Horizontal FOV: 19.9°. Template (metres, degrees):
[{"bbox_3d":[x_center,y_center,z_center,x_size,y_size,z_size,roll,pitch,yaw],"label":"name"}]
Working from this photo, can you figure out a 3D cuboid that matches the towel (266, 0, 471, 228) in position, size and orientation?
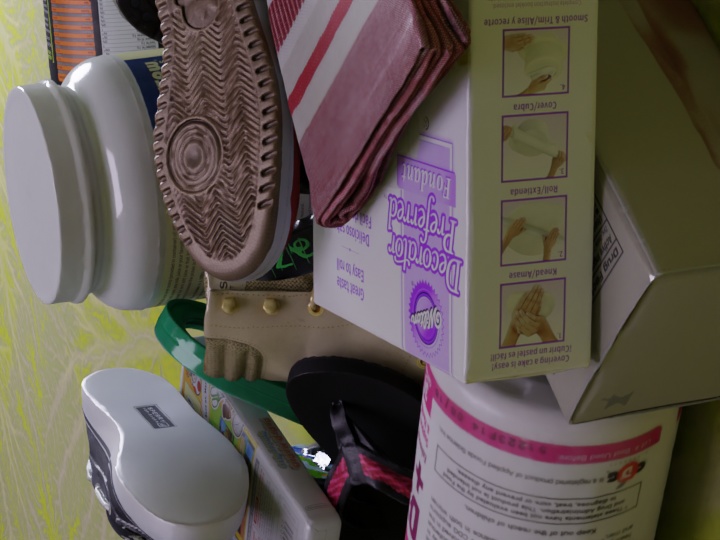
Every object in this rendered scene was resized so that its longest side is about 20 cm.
[{"bbox_3d":[-0.011,-0.136,0.792,0.144,0.023,0.202,126,135,-60],"label":"towel"}]

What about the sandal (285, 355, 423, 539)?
[{"bbox_3d":[0.018,0.116,1.060,0.201,0.074,0.045,63,-147,-41],"label":"sandal"}]

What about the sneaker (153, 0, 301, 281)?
[{"bbox_3d":[-0.038,-0.090,0.908,0.071,0.112,0.202,-15,75,32],"label":"sneaker"}]

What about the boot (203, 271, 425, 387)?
[{"bbox_3d":[0.000,0.000,1.013,0.201,0.154,0.073,107,173,-53],"label":"boot"}]

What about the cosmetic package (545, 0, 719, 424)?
[{"bbox_3d":[0.098,-0.051,0.838,0.104,0.087,0.201,115,141,-50],"label":"cosmetic package"}]

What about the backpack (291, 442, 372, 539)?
[{"bbox_3d":[-0.056,0.182,1.288,0.199,0.153,0.165,5,110,48],"label":"backpack"}]

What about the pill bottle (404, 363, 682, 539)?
[{"bbox_3d":[0.077,0.112,0.926,0.114,0.112,0.201,-126,33,-49],"label":"pill bottle"}]

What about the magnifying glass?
[{"bbox_3d":[-0.025,0.075,1.121,0.023,0.199,0.080,-62,-6,14],"label":"magnifying glass"}]

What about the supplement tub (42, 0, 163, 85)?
[{"bbox_3d":[-0.154,-0.184,1.384,0.122,0.122,0.202,-150,54,-63],"label":"supplement tub"}]

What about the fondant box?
[{"bbox_3d":[0.033,-0.071,0.802,0.144,0.058,0.202,-155,61,-63],"label":"fondant box"}]

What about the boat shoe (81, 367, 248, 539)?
[{"bbox_3d":[-0.112,0.119,1.120,0.200,0.071,0.068,-142,51,-60],"label":"boat shoe"}]

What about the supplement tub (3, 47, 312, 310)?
[{"bbox_3d":[-0.093,-0.057,1.172,0.145,0.198,0.146,170,90,-68],"label":"supplement tub"}]

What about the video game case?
[{"bbox_3d":[-0.066,0.168,1.145,0.182,0.023,0.201,-130,40,-50],"label":"video game case"}]

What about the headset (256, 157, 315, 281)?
[{"bbox_3d":[0.002,-0.065,0.968,0.123,0.201,0.094,-12,130,35],"label":"headset"}]

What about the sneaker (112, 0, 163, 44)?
[{"bbox_3d":[-0.043,-0.128,1.068,0.078,0.199,0.086,-57,22,6],"label":"sneaker"}]
